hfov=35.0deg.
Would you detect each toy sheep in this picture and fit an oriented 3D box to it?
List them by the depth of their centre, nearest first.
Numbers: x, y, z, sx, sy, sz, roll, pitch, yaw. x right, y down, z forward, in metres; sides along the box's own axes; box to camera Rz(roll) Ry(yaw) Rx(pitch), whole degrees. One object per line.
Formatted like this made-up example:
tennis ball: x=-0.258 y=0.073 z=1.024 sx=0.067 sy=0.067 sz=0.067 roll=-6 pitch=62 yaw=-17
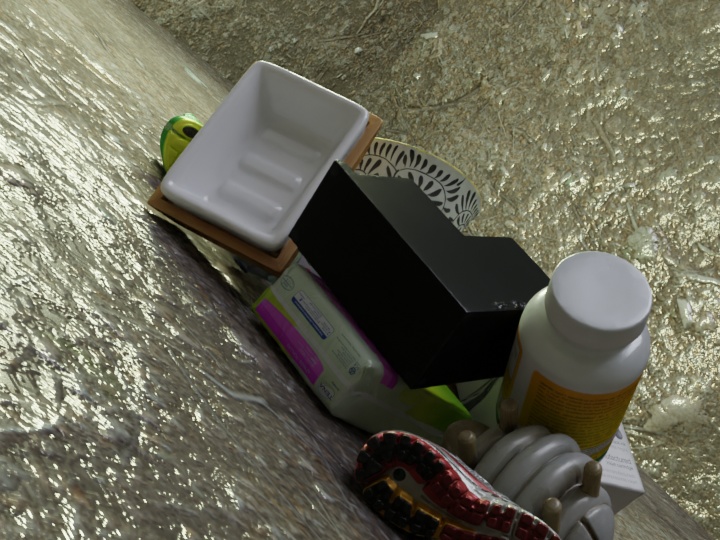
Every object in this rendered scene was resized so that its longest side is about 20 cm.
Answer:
toy sheep: x=0.142 y=0.191 z=0.936 sx=0.200 sy=0.138 sz=0.138 roll=41 pitch=4 yaw=36

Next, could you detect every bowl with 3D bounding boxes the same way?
bowl: x=0.034 y=-0.064 z=1.332 sx=0.199 sy=0.095 sz=0.201 roll=17 pitch=-21 yaw=7

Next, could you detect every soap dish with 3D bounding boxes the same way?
soap dish: x=-0.092 y=-0.099 z=1.138 sx=0.156 sy=0.201 sz=0.081 roll=26 pitch=-25 yaw=15

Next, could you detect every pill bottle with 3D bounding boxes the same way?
pill bottle: x=0.185 y=0.080 z=0.986 sx=0.113 sy=0.112 sz=0.201 roll=45 pitch=-31 yaw=29

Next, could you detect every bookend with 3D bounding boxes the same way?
bookend: x=0.071 y=0.001 z=1.064 sx=0.198 sy=0.092 sz=0.200 roll=-1 pitch=43 yaw=-50

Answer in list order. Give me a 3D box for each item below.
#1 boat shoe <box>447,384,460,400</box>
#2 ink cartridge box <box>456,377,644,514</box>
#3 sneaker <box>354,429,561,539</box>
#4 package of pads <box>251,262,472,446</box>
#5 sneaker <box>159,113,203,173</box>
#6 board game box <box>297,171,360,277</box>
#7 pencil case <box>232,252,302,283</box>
boat shoe: x=0.089 y=0.144 z=1.203 sx=0.072 sy=0.072 sz=0.200 roll=30 pitch=14 yaw=-45
ink cartridge box: x=0.182 y=0.144 z=1.153 sx=0.144 sy=0.084 sz=0.201 roll=16 pitch=44 yaw=-29
sneaker: x=0.086 y=0.186 z=0.861 sx=0.200 sy=0.078 sz=0.082 roll=43 pitch=6 yaw=3
package of pads: x=0.000 y=0.086 z=1.072 sx=0.155 sy=0.068 sz=0.200 roll=48 pitch=8 yaw=38
sneaker: x=-0.210 y=-0.145 z=1.363 sx=0.084 sy=0.074 sz=0.200 roll=45 pitch=-3 yaw=8
board game box: x=0.000 y=0.000 z=1.196 sx=0.034 sy=0.127 sz=0.200 roll=24 pitch=-15 yaw=26
pencil case: x=-0.082 y=-0.082 z=1.246 sx=0.091 sy=0.082 sz=0.201 roll=53 pitch=32 yaw=-40
